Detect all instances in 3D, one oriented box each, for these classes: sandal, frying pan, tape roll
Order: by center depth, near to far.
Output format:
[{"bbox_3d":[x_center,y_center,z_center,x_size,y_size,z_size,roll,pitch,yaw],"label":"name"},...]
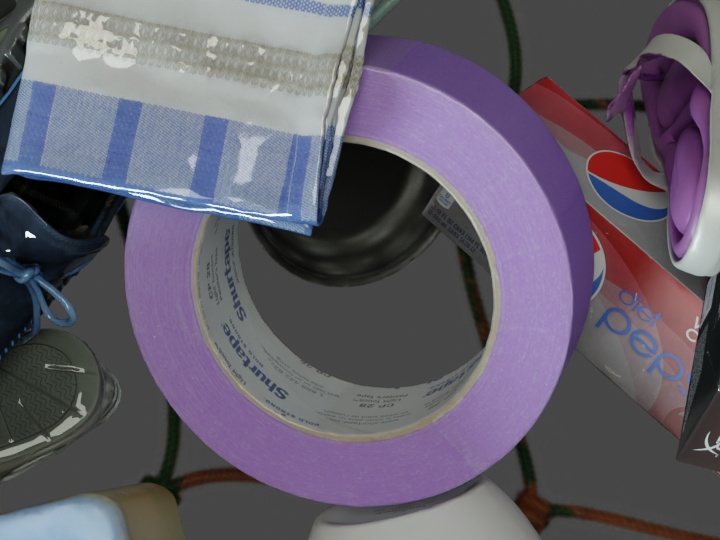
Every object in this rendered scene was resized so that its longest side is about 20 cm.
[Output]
[{"bbox_3d":[0.136,-0.072,1.014,0.050,0.203,0.083,13,117,-7],"label":"sandal"},{"bbox_3d":[0.000,0.000,1.015,0.200,0.066,0.200,5,108,14],"label":"tape roll"},{"bbox_3d":[-0.020,-0.080,1.064,0.115,0.031,0.190,-32,115,-13],"label":"frying pan"}]

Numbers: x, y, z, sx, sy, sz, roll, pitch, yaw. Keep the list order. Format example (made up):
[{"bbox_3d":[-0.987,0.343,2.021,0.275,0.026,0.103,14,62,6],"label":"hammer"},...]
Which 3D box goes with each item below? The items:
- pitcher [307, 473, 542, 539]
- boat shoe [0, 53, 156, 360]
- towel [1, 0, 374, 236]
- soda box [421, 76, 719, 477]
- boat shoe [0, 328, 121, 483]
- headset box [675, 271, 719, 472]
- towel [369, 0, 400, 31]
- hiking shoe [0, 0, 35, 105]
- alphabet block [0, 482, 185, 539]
[{"bbox_3d":[0.019,0.203,1.046,0.171,0.121,0.200,-12,97,17],"label":"pitcher"},{"bbox_3d":[-0.146,-0.029,1.003,0.084,0.069,0.200,17,107,-36],"label":"boat shoe"},{"bbox_3d":[-0.063,-0.124,0.956,0.147,0.024,0.200,12,88,10],"label":"towel"},{"bbox_3d":[0.129,0.005,1.050,0.200,0.063,0.070,42,128,11],"label":"soda box"},{"bbox_3d":[-0.211,0.085,1.084,0.202,0.065,0.075,-23,74,2],"label":"boat shoe"},{"bbox_3d":[0.247,0.027,0.964,0.200,0.075,0.149,15,61,0],"label":"headset box"},{"bbox_3d":[-0.074,-0.157,1.104,0.171,0.048,0.200,44,89,8],"label":"towel"},{"bbox_3d":[-0.137,-0.142,1.054,0.076,0.101,0.200,15,108,-37],"label":"hiking shoe"},{"bbox_3d":[-0.165,0.206,1.003,0.196,0.200,0.196,-12,85,1],"label":"alphabet block"}]
